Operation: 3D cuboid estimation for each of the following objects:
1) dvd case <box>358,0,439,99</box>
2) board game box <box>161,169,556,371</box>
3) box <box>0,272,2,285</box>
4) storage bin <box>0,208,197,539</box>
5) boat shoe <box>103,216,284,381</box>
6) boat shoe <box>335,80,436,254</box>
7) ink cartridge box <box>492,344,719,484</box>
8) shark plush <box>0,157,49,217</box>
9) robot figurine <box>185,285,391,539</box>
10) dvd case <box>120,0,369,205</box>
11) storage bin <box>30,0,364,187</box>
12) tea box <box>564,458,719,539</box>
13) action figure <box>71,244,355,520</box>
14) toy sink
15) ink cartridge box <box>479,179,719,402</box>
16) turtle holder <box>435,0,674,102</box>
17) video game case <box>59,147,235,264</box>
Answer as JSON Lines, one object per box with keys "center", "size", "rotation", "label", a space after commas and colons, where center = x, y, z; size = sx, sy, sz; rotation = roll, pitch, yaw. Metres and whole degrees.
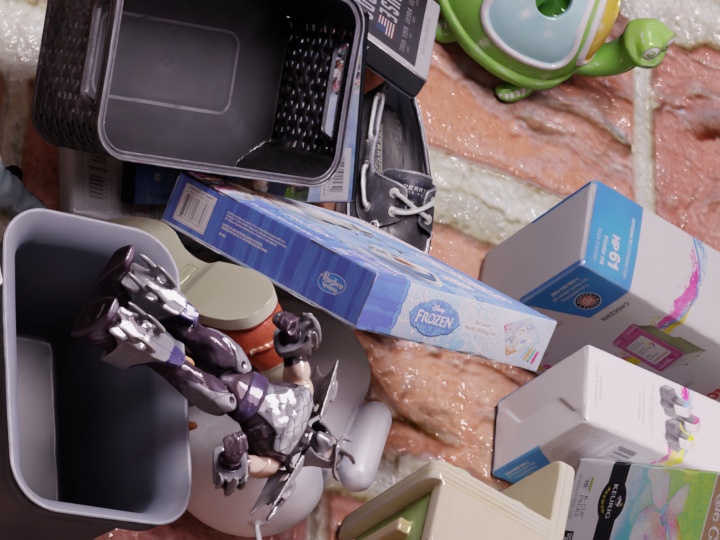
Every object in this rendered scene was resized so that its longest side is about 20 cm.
{"center": [-0.028, -0.225, 1.873], "size": [0.200, 0.025, 0.150], "rotation": [34, 27, -12], "label": "dvd case"}
{"center": [0.000, 0.000, 1.663], "size": [0.199, 0.200, 0.044], "rotation": [16, 99, -49], "label": "board game box"}
{"center": [-0.300, 0.013, 1.456], "size": [0.095, 0.200, 0.078], "rotation": [1, 65, -37], "label": "box"}
{"center": [-0.189, 0.084, 1.548], "size": [0.145, 0.134, 0.201], "rotation": [12, 60, -32], "label": "storage bin"}
{"center": [-0.122, 0.019, 1.626], "size": [0.071, 0.200, 0.063], "rotation": [-44, 134, -27], "label": "boat shoe"}
{"center": [0.026, -0.051, 1.831], "size": [0.072, 0.068, 0.201], "rotation": [16, 57, -30], "label": "boat shoe"}
{"center": [0.213, 0.138, 1.838], "size": [0.199, 0.115, 0.068], "rotation": [24, 54, -26], "label": "ink cartridge box"}
{"center": [-0.290, -0.063, 1.627], "size": [0.200, 0.091, 0.084], "rotation": [30, 69, -48], "label": "shark plush"}
{"center": [-0.063, 0.098, 1.650], "size": [0.169, 0.113, 0.200], "rotation": [15, 49, 13], "label": "robot figurine"}
{"center": [-0.080, -0.119, 1.744], "size": [0.199, 0.018, 0.143], "rotation": [-2, 99, -37], "label": "dvd case"}
{"center": [-0.109, -0.137, 1.648], "size": [0.199, 0.094, 0.136], "rotation": [7, 95, -37], "label": "storage bin"}
{"center": [0.229, 0.246, 1.694], "size": [0.133, 0.197, 0.201], "rotation": [21, 79, -28], "label": "tea box"}
{"center": [-0.082, 0.069, 1.500], "size": [0.200, 0.069, 0.130], "rotation": [35, 48, -18], "label": "action figure"}
{"center": [0.053, 0.211, 1.667], "size": [0.112, 0.130, 0.201], "rotation": [31, 52, -20], "label": "toy sink"}
{"center": [0.208, 0.035, 1.871], "size": [0.200, 0.144, 0.085], "rotation": [27, 52, -23], "label": "ink cartridge box"}
{"center": [0.153, -0.213, 1.975], "size": [0.186, 0.132, 0.141], "rotation": [52, 46, -2], "label": "turtle holder"}
{"center": [-0.136, -0.106, 1.771], "size": [0.182, 0.022, 0.201], "rotation": [14, 58, -31], "label": "video game case"}
